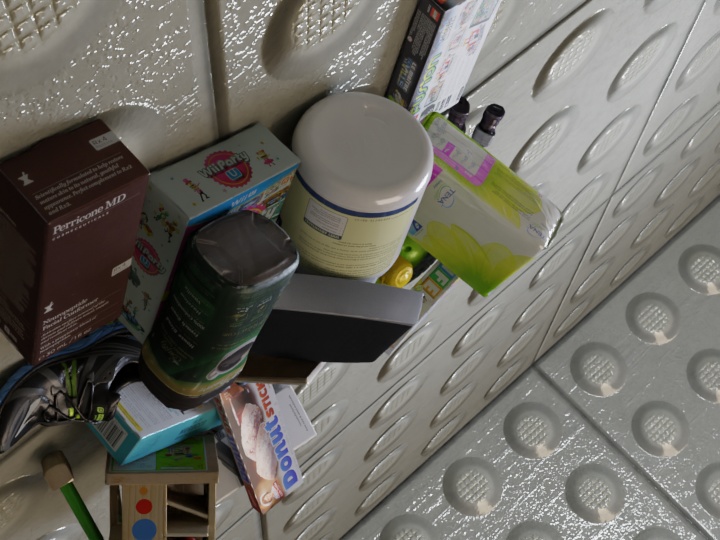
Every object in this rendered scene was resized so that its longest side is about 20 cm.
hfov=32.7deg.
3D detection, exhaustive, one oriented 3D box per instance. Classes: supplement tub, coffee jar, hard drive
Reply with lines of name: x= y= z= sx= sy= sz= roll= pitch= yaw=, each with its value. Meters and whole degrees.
supplement tub: x=-0.014 y=-0.073 z=1.290 sx=0.145 sy=0.145 sz=0.200 roll=-34 pitch=160 yaw=-31
coffee jar: x=-0.138 y=0.042 z=1.155 sx=0.104 sy=0.085 sz=0.200 roll=-30 pitch=158 yaw=-46
hard drive: x=-0.044 y=0.054 z=1.316 sx=0.199 sy=0.042 sz=0.135 roll=8 pitch=148 yaw=-27

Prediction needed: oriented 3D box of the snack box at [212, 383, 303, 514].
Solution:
snack box: x=-0.124 y=0.200 z=1.489 sx=0.072 sy=0.024 sz=0.201 roll=-36 pitch=128 yaw=-30

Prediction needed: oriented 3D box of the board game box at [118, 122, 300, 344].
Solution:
board game box: x=-0.155 y=-0.033 z=1.196 sx=0.147 sy=0.064 sz=0.200 roll=-32 pitch=158 yaw=-39

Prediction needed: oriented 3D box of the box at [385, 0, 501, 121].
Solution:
box: x=0.089 y=-0.239 z=1.334 sx=0.110 sy=0.035 sz=0.200 roll=-34 pitch=160 yaw=-33

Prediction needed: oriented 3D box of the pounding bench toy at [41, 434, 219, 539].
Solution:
pounding bench toy: x=-0.266 y=0.284 z=1.412 sx=0.124 sy=0.199 sz=0.157 roll=-130 pitch=-138 yaw=-74

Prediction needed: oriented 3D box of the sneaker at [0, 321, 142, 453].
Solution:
sneaker: x=-0.284 y=0.121 z=1.216 sx=0.199 sy=0.083 sz=0.071 roll=-31 pitch=158 yaw=-37

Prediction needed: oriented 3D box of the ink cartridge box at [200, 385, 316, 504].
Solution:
ink cartridge box: x=-0.178 y=0.227 z=1.586 sx=0.200 sy=0.084 sz=0.145 roll=-32 pitch=-168 yaw=-23

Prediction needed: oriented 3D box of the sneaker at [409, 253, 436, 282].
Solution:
sneaker: x=0.083 y=-0.053 z=1.639 sx=0.200 sy=0.074 sz=0.087 roll=-56 pitch=176 yaw=-18

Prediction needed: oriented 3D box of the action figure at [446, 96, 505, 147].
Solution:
action figure: x=0.116 y=-0.116 z=1.543 sx=0.069 sy=0.130 sz=0.201 roll=-90 pitch=-161 yaw=-63

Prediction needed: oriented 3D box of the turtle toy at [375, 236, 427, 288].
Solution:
turtle toy: x=0.000 y=0.000 z=1.469 sx=0.200 sy=0.146 sz=0.101 roll=-40 pitch=146 yaw=-16

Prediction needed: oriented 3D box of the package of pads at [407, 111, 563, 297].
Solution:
package of pads: x=0.115 y=-0.075 z=1.402 sx=0.068 sy=0.200 sz=0.154 roll=-56 pitch=-173 yaw=-32

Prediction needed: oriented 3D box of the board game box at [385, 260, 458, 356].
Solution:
board game box: x=0.085 y=0.031 z=1.565 sx=0.134 sy=0.034 sz=0.200 roll=-46 pitch=176 yaw=-17

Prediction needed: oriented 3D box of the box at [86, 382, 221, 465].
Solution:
box: x=-0.227 y=0.157 z=1.436 sx=0.049 sy=0.082 sz=0.200 roll=-52 pitch=162 yaw=27

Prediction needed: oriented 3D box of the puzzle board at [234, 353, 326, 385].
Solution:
puzzle board: x=-0.106 y=0.098 z=1.425 sx=0.200 sy=0.150 sz=0.017 roll=-45 pitch=134 yaw=-71

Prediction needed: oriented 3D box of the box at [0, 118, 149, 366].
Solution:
box: x=-0.242 y=-0.019 z=1.007 sx=0.100 sy=0.075 sz=0.200 roll=-32 pitch=157 yaw=-35
